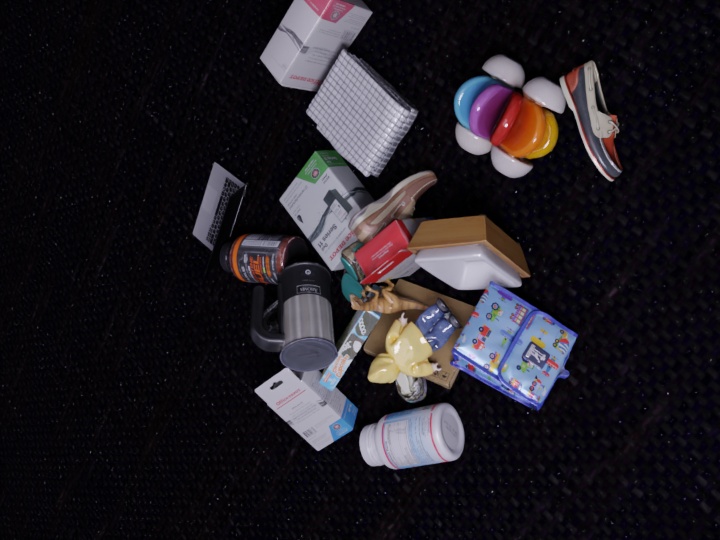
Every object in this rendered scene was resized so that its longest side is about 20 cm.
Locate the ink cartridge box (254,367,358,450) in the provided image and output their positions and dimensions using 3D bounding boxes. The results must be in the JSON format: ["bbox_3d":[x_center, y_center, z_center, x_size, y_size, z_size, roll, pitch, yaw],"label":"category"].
[{"bbox_3d":[-0.113,0.273,1.710,0.115,0.067,0.200,-34,109,30],"label":"ink cartridge box"}]

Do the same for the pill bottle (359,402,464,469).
[{"bbox_3d":[0.099,0.332,1.607,0.197,0.108,0.112,-18,86,34],"label":"pill bottle"}]

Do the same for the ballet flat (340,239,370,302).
[{"bbox_3d":[0.000,0.000,1.634,0.075,0.201,0.068,-42,70,-17],"label":"ballet flat"}]

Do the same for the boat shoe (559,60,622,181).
[{"bbox_3d":[0.400,-0.252,1.367,0.062,0.071,0.205,-25,77,30],"label":"boat shoe"}]

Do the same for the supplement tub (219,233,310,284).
[{"bbox_3d":[-0.213,-0.025,1.776,0.196,0.106,0.110,3,97,33],"label":"supplement tub"}]

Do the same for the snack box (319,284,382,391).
[{"bbox_3d":[-0.015,0.136,1.655,0.037,0.117,0.202,30,115,-4],"label":"snack box"}]

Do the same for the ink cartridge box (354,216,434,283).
[{"bbox_3d":[0.071,-0.039,1.527,0.116,0.198,0.068,-38,75,28],"label":"ink cartridge box"}]

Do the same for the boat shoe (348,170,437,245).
[{"bbox_3d":[0.070,-0.117,1.560,0.198,0.076,0.073,-35,83,-5],"label":"boat shoe"}]

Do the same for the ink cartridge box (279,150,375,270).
[{"bbox_3d":[-0.053,-0.123,1.671,0.201,0.082,0.147,51,119,17],"label":"ink cartridge box"}]

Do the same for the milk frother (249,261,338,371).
[{"bbox_3d":[-0.134,0.122,1.676,0.175,0.202,0.192,-8,52,3],"label":"milk frother"}]

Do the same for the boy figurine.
[{"bbox_3d":[0.098,0.146,1.508,0.200,0.064,0.125,-43,84,4],"label":"boy figurine"}]

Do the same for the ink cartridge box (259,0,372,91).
[{"bbox_3d":[-0.090,-0.468,1.619,0.083,0.145,0.201,49,118,19],"label":"ink cartridge box"}]

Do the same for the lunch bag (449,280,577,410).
[{"bbox_3d":[0.280,0.143,1.453,0.197,0.094,0.152,29,75,15],"label":"lunch bag"}]

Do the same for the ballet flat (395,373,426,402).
[{"bbox_3d":[0.087,0.165,1.620,0.071,0.071,0.206,-14,88,33],"label":"ballet flat"}]

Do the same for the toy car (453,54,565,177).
[{"bbox_3d":[0.245,-0.270,1.416,0.199,0.149,0.178,37,114,24],"label":"toy car"}]

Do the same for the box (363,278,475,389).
[{"bbox_3d":[0.122,0.117,1.569,0.197,0.021,0.166,20,71,31],"label":"box"}]

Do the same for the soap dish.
[{"bbox_3d":[0.198,-0.030,1.458,0.154,0.199,0.083,-4,70,34],"label":"soap dish"}]

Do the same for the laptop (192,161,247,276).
[{"bbox_3d":[-0.337,-0.120,1.828,0.199,0.115,0.191,36,113,33],"label":"laptop"}]

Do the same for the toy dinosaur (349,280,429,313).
[{"bbox_3d":[0.065,0.062,1.571,0.108,0.195,0.061,-107,25,-46],"label":"toy dinosaur"}]

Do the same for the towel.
[{"bbox_3d":[0.003,-0.311,1.616,0.200,0.085,0.167,46,119,19],"label":"towel"}]
